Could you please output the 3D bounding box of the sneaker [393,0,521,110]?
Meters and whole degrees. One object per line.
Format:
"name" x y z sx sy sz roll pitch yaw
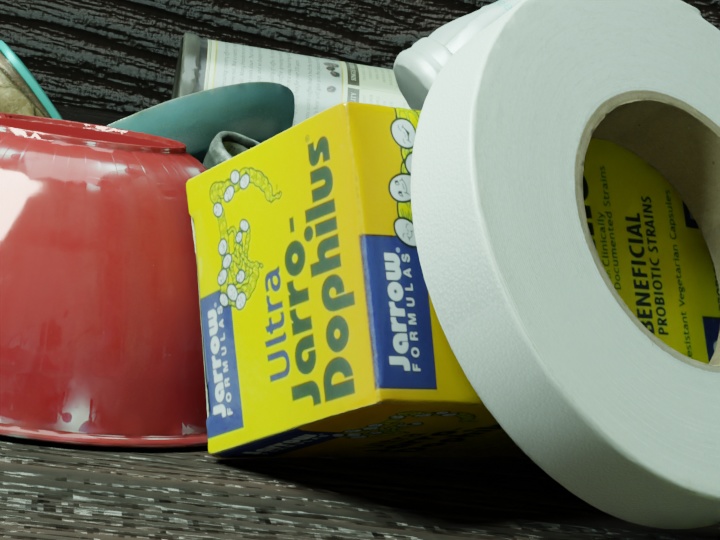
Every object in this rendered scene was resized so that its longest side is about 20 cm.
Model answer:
"sneaker" 0.076 -0.088 1.081 0.075 0.088 0.200 47 -8 16

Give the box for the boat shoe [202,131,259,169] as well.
"boat shoe" 0.000 0.000 0.924 0.199 0.064 0.071 30 24 16

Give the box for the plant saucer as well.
"plant saucer" -0.123 -0.047 1.095 0.199 0.028 0.200 -25 -10 -5

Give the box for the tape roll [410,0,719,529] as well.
"tape roll" 0.106 -0.009 0.700 0.201 0.205 0.037 4 -23 -37

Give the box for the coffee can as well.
"coffee can" -0.032 -0.071 1.296 0.198 0.148 0.146 8 7 -8

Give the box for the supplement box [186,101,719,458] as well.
"supplement box" 0.046 0.010 0.748 0.199 0.110 0.109 3 -16 -38

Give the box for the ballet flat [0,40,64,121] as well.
"ballet flat" -0.133 -0.014 0.912 0.200 0.072 0.068 49 -4 -12

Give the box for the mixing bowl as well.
"mixing bowl" -0.126 -0.005 0.788 0.198 0.110 0.200 8 6 -1
